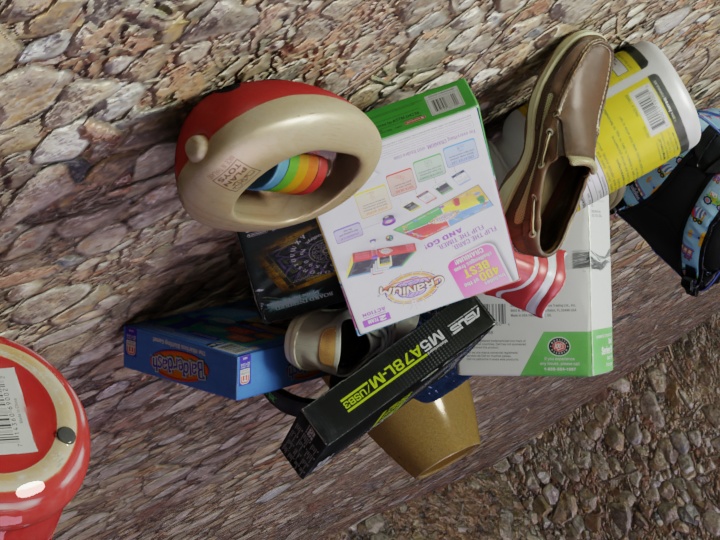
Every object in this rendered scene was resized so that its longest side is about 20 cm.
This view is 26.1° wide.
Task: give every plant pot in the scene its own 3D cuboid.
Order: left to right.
[{"bbox_3d":[-0.328,0.161,1.242,0.200,0.201,0.183,-16,153,-42],"label":"plant pot"},{"bbox_3d":[0.062,0.151,1.934,0.186,0.200,0.186,-28,167,-7],"label":"plant pot"}]

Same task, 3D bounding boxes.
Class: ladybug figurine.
[{"bbox_3d":[-0.065,-0.087,1.119,0.136,0.072,0.200,-38,160,21],"label":"ladybug figurine"}]

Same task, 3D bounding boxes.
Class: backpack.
[{"bbox_3d":[0.396,-0.103,1.773,0.134,0.183,0.200,-30,156,-33],"label":"backpack"}]

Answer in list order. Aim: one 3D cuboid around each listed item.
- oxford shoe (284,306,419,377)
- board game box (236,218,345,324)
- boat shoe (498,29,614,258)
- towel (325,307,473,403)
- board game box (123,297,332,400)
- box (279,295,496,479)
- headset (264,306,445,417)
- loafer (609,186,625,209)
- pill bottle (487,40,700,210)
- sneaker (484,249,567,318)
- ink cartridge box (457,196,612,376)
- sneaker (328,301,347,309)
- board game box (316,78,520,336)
[{"bbox_3d":[0.006,0.060,1.441,0.058,0.075,0.200,9,-170,31],"label":"oxford shoe"},{"bbox_3d":[-0.004,-0.031,1.339,0.199,0.028,0.135,-15,137,-4],"label":"board game box"},{"bbox_3d":[0.182,-0.105,1.348,0.075,0.075,0.203,8,107,-36],"label":"boat shoe"},{"bbox_3d":[0.029,0.079,1.708,0.200,0.049,0.112,29,133,-25],"label":"towel"},{"bbox_3d":[-0.102,0.070,1.483,0.152,0.045,0.200,12,-164,39],"label":"board game box"},{"bbox_3d":[0.021,0.109,1.441,0.193,0.048,0.200,-37,173,-18],"label":"box"},{"bbox_3d":[-0.006,0.082,1.586,0.199,0.124,0.094,-11,134,-15],"label":"headset"},{"bbox_3d":[0.239,-0.115,1.626,0.067,0.076,0.200,-24,155,-15],"label":"loafer"},{"bbox_3d":[0.206,-0.121,1.451,0.200,0.113,0.112,-29,166,2],"label":"pill bottle"},{"bbox_3d":[0.125,-0.006,1.493,0.112,0.071,0.200,20,-179,-19],"label":"sneaker"},{"bbox_3d":[0.175,0.004,1.564,0.146,0.201,0.084,0,-179,26],"label":"ink cartridge box"},{"bbox_3d":[0.000,0.000,1.561,0.098,0.071,0.200,-19,171,2],"label":"sneaker"},{"bbox_3d":[0.040,-0.048,1.285,0.153,0.040,0.200,-19,133,0],"label":"board game box"}]
